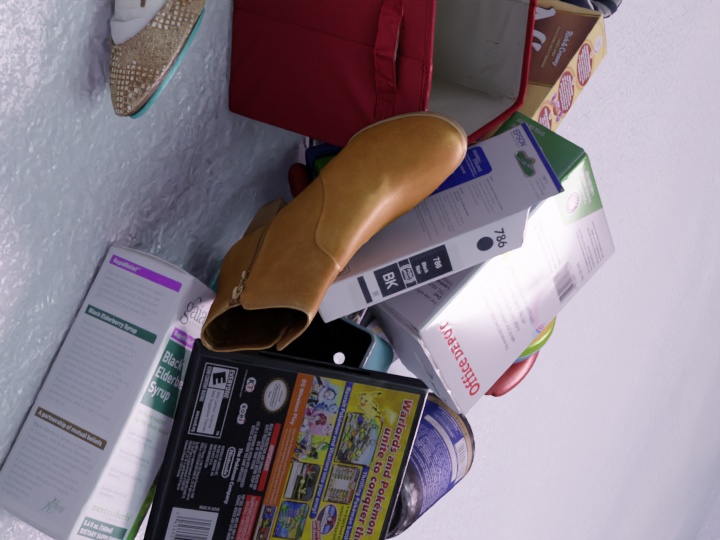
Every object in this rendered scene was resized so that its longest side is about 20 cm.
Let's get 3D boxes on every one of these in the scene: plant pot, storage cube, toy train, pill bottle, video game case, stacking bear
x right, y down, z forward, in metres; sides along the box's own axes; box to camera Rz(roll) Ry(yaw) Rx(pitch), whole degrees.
[{"bbox_3d":[-0.053,0.093,1.087,0.143,0.140,0.200,-63,164,0],"label":"plant pot"},{"bbox_3d":[0.020,-0.200,0.992,0.200,0.178,0.173,-37,139,-49],"label":"storage cube"},{"bbox_3d":[0.000,0.000,1.108,0.084,0.116,0.202,-13,116,-11],"label":"toy train"},{"bbox_3d":[0.032,0.212,1.370,0.199,0.111,0.113,-28,132,-54],"label":"pill bottle"},{"bbox_3d":[-0.059,0.162,0.953,0.179,0.025,0.203,12,101,-21],"label":"video game case"},{"bbox_3d":[0.160,0.038,1.397,0.113,0.122,0.200,-34,164,-15],"label":"stacking bear"}]

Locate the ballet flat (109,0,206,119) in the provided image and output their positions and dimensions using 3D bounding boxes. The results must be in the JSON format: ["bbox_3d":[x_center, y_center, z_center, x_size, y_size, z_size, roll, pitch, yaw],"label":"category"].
[{"bbox_3d":[-0.126,-0.197,0.862,0.065,0.070,0.202,40,67,-34],"label":"ballet flat"}]

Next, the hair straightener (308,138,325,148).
[{"bbox_3d":[0.003,-0.098,1.182,0.078,0.041,0.200,-64,153,-13],"label":"hair straightener"}]

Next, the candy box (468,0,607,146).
[{"bbox_3d":[0.125,-0.160,1.166,0.201,0.116,0.057,-55,149,-22],"label":"candy box"}]

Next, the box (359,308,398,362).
[{"bbox_3d":[0.054,0.002,1.242,0.160,0.048,0.200,-63,-178,-14],"label":"box"}]

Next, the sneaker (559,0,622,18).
[{"bbox_3d":[0.189,-0.250,1.324,0.077,0.145,0.204,-50,149,-38],"label":"sneaker"}]

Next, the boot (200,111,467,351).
[{"bbox_3d":[-0.017,-0.018,0.888,0.071,0.200,0.145,48,32,-25],"label":"boot"}]

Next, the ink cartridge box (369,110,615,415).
[{"bbox_3d":[0.105,-0.004,1.066,0.200,0.084,0.145,-46,143,-11],"label":"ink cartridge box"}]

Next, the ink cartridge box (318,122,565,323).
[{"bbox_3d":[0.050,-0.037,0.975,0.100,0.198,0.039,-107,175,-51],"label":"ink cartridge box"}]

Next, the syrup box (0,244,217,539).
[{"bbox_3d":[-0.172,0.093,0.930,0.202,0.081,0.079,-64,153,-9],"label":"syrup box"}]
